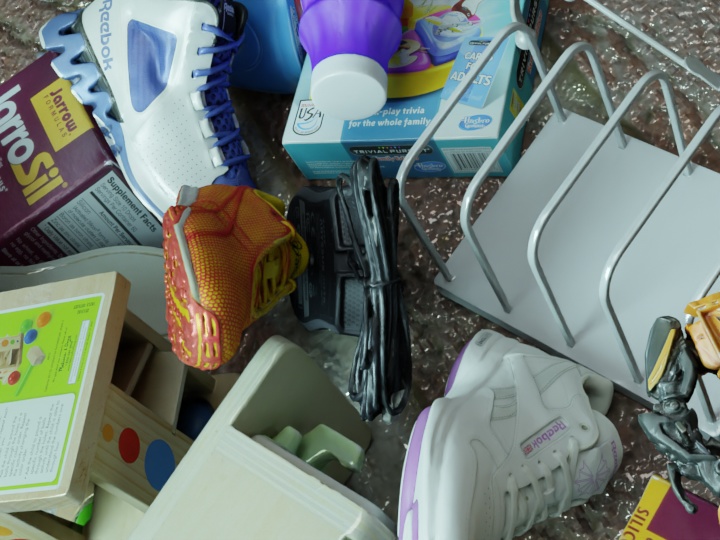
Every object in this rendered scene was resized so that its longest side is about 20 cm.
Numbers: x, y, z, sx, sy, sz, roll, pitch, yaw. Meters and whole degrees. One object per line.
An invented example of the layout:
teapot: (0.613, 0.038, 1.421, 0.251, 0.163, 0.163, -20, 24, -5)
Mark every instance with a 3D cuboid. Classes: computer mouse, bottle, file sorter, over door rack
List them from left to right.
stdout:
bottle: (-0.006, -0.190, 0.859, 0.065, 0.084, 0.202, -6, 59, 12)
computer mouse: (0.000, 0.000, 0.775, 0.052, 0.200, 0.140, -4, 98, -14)
file sorter: (0.137, -0.031, 0.733, 0.199, 0.125, 0.139, 29, 75, 35)
over door rack: (0.157, -0.181, 0.812, 0.199, 0.067, 0.148, 27, 47, 16)

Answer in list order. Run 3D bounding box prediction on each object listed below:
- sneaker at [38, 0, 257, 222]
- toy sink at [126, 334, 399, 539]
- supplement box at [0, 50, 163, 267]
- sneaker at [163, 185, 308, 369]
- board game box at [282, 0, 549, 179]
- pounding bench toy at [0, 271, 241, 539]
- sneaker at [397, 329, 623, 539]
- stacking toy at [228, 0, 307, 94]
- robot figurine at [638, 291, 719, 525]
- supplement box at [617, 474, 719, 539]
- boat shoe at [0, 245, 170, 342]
sneaker: (-0.108, -0.115, 0.858, 0.115, 0.080, 0.200, -39, 84, 19)
toy sink: (-0.035, 0.160, 0.695, 0.111, 0.131, 0.201, 25, 73, 34)
supplement box: (-0.243, -0.030, 0.920, 0.199, 0.103, 0.131, -35, 53, 1)
sneaker: (-0.066, -0.007, 0.723, 0.076, 0.074, 0.200, 1, 21, -2)
board game box: (0.044, -0.158, 0.899, 0.149, 0.047, 0.202, 1, 62, 25)
pounding bench toy: (-0.156, 0.133, 0.745, 0.123, 0.156, 0.202, -10, 56, 27)
sneaker: (0.078, 0.093, 0.674, 0.099, 0.076, 0.200, 13, 31, 14)
stacking toy: (-0.058, -0.230, 0.970, 0.109, 0.117, 0.201, 11, 52, 20)
robot figurine: (0.202, 0.078, 0.560, 0.144, 0.058, 0.202, -21, 64, 3)
supplement box: (0.196, 0.192, 0.596, 0.199, 0.086, 0.111, 24, 73, 33)
boat shoe: (-0.179, 0.035, 0.859, 0.198, 0.062, 0.076, -9, 60, -13)
